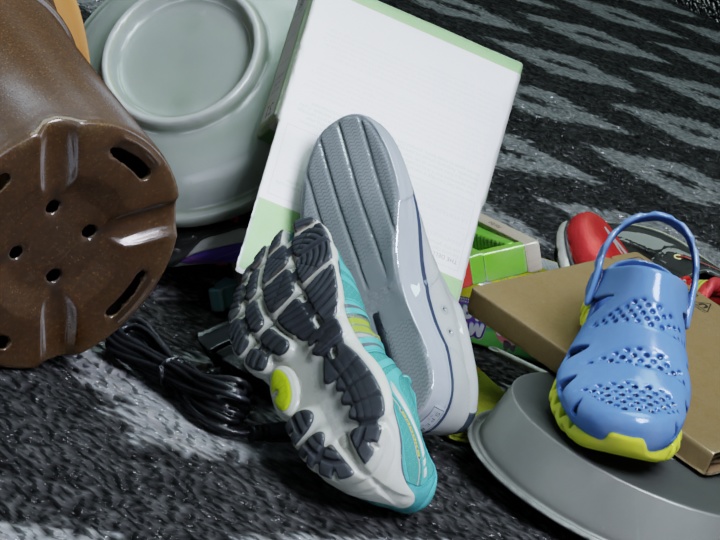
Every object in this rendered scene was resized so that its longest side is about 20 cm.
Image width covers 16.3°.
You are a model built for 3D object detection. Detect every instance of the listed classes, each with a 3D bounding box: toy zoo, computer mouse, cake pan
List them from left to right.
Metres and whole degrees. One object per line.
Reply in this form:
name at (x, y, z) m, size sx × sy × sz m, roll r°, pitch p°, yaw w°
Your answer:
computer mouse at (-0.034, 0.055, 1.436) m, size 0.199 × 0.046 × 0.140 m, roll 7°, pitch 18°, yaw -39°
toy zoo at (0.000, 0.000, 1.600) m, size 0.199 × 0.021 × 0.131 m, roll -13°, pitch 15°, yaw -16°
cake pan at (0.159, 0.115, 1.442) m, size 0.199 × 0.037 × 0.200 m, roll 21°, pitch 16°, yaw -6°

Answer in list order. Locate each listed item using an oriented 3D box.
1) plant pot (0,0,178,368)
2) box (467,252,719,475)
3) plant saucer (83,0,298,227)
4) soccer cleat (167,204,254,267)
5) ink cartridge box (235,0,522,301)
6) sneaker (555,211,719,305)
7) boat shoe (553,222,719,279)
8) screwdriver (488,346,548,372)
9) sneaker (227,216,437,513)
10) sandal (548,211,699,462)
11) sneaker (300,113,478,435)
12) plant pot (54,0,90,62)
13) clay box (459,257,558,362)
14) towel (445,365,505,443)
plant pot at (-0.212, -0.059, 1.389) m, size 0.199 × 0.201 × 0.198 m, roll 6°, pitch 26°, yaw -40°
box at (0.186, 0.053, 1.523) m, size 0.163 × 0.021 × 0.200 m, roll -11°, pitch 37°, yaw -44°
plant saucer at (-0.107, -0.125, 1.582) m, size 0.199 × 0.201 × 0.050 m, roll 25°, pitch -19°, yaw 25°
soccer cleat at (-0.088, -0.026, 1.596) m, size 0.199 × 0.069 × 0.073 m, roll -8°, pitch -26°, yaw 11°
ink cartridge box at (0.007, -0.060, 1.529) m, size 0.145 × 0.201 × 0.048 m, roll 22°, pitch -19°, yaw -16°
sneaker at (0.204, 0.028, 1.655) m, size 0.077 × 0.085 × 0.200 m, roll 9°, pitch 39°, yaw -49°
boat shoe at (0.233, 0.018, 1.864) m, size 0.201 × 0.074 × 0.063 m, roll 26°, pitch 7°, yaw 14°
screwdriver at (0.166, 0.085, 1.600) m, size 0.199 × 0.029 × 0.028 m, roll 31°, pitch 17°, yaw 25°
sneaker at (-0.014, 0.054, 1.362) m, size 0.080 × 0.077 × 0.201 m, roll 37°, pitch 22°, yaw -43°
sandal at (0.154, 0.033, 1.424) m, size 0.079 × 0.087 × 0.200 m, roll 12°, pitch 32°, yaw -1°
sneaker at (0.017, 0.007, 1.459) m, size 0.073 × 0.201 × 0.071 m, roll -22°, pitch -24°, yaw 23°
plant pot at (-0.284, -0.126, 1.561) m, size 0.200 × 0.201 × 0.140 m, roll 28°, pitch 33°, yaw 37°
clay box at (0.067, 0.010, 1.740) m, size 0.199 × 0.048 × 0.115 m, roll 16°, pitch 16°, yaw -7°
towel at (0.052, 0.065, 1.571) m, size 0.086 × 0.018 × 0.200 m, roll 10°, pitch 16°, yaw -27°
